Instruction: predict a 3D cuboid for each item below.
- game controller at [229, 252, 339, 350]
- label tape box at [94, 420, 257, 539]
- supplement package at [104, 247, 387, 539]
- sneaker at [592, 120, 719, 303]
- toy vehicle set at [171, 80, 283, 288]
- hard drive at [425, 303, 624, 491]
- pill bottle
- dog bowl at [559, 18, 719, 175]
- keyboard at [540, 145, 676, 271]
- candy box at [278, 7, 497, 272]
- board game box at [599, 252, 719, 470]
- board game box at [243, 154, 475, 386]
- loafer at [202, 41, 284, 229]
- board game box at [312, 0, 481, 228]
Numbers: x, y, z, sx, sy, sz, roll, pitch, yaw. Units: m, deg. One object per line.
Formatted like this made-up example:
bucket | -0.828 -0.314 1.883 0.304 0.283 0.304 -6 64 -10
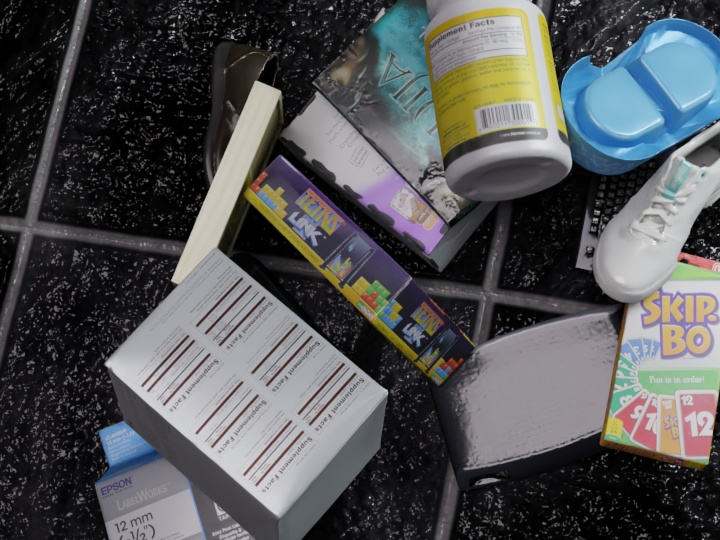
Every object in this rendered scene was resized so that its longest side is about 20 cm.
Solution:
game controller | -0.091 0.078 1.608 0.104 0.042 0.200 -48 68 14
label tape box | -0.173 0.216 1.573 0.143 0.066 0.201 -22 72 8
supplement package | -0.098 0.122 1.458 0.200 0.191 0.147 39 73 11
sneaker | 0.276 -0.062 1.483 0.075 0.089 0.200 32 63 14
toy vehicle set | -0.121 -0.067 1.539 0.026 0.124 0.201 21 81 2
hard drive | 0.165 0.114 1.522 0.199 0.042 0.136 -19 71 9
pill bottle | 0.118 -0.174 1.470 0.114 0.114 0.201 -11 72 12
dog bowl | 0.262 -0.157 1.522 0.199 0.050 0.112 -29 75 -27
keyboard | 0.232 -0.096 1.571 0.126 0.021 0.201 9 77 13
candy box | 0.050 -0.128 1.603 0.200 0.072 0.168 39 88 20
board game box | 0.280 0.072 1.485 0.095 0.030 0.201 14 66 1
board game box | 0.000 0.000 1.511 0.057 0.165 0.200 -45 57 -1
loafer | -0.113 -0.139 1.647 0.071 0.073 0.201 -5 74 15
board game box | 0.067 -0.154 1.552 0.135 0.028 0.200 -43 71 -1
